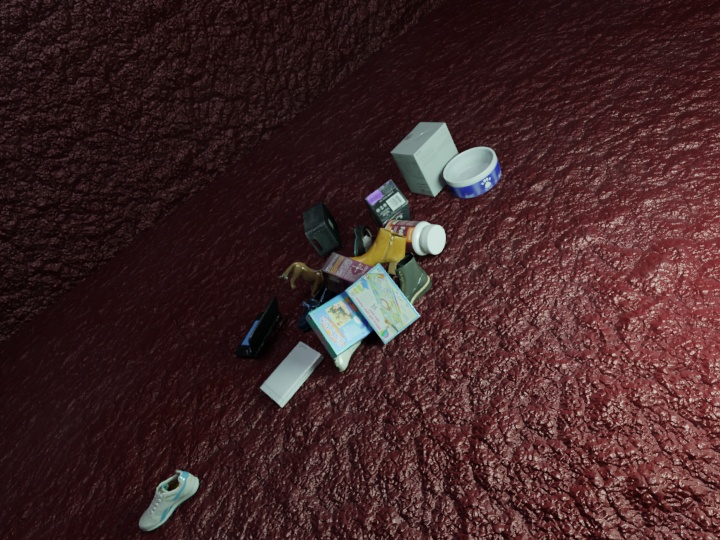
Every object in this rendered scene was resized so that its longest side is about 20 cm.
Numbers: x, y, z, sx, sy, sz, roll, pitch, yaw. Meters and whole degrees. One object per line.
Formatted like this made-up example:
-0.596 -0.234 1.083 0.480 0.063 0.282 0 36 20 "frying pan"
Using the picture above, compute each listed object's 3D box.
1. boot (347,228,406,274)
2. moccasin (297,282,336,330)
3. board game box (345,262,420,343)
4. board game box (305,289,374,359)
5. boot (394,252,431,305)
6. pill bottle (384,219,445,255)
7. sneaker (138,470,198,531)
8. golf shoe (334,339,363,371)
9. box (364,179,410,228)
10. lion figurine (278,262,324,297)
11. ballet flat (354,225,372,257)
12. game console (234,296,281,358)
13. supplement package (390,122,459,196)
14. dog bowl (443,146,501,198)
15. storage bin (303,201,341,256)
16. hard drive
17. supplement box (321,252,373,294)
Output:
0.052 -0.073 1.715 0.199 0.146 0.071 10 18 8 "boot"
-0.164 0.117 1.804 0.080 0.068 0.201 8 54 45 "moccasin"
0.066 0.098 1.531 0.134 0.201 0.034 -38 -5 2 "board game box"
-0.044 0.150 1.549 0.199 0.153 0.045 -30 -11 -31 "board game box"
0.119 0.053 1.579 0.200 0.139 0.077 -49 37 -17 "boot"
0.182 -0.111 1.739 0.199 0.115 0.115 9 54 46 "pill bottle"
-0.575 0.669 1.496 0.200 0.081 0.076 -44 37 -10 "sneaker"
-0.035 0.218 1.577 0.096 0.079 0.201 -14 41 18 "golf shoe"
0.101 -0.219 1.848 0.122 0.200 0.106 -36 75 -1 "box"
-0.189 0.016 1.862 0.123 0.198 0.073 -61 19 25 "lion figurine"
0.011 -0.113 1.934 0.068 0.068 0.201 -14 39 9 "ballet flat"
-0.380 0.202 1.848 0.174 0.117 0.201 -3 45 37 "game console"
0.259 -0.431 1.976 0.191 0.201 0.147 -46 35 -16 "supplement package"
0.409 -0.358 1.869 0.198 0.079 0.201 -23 37 18 "dog bowl"
-0.157 -0.170 2.076 0.093 0.136 0.201 -28 35 10 "storage bin"
-0.221 0.329 1.641 0.200 0.027 0.131 -48 37 -18 "hard drive"
-0.020 0.032 1.686 0.198 0.111 0.086 21 58 22 "supplement box"
